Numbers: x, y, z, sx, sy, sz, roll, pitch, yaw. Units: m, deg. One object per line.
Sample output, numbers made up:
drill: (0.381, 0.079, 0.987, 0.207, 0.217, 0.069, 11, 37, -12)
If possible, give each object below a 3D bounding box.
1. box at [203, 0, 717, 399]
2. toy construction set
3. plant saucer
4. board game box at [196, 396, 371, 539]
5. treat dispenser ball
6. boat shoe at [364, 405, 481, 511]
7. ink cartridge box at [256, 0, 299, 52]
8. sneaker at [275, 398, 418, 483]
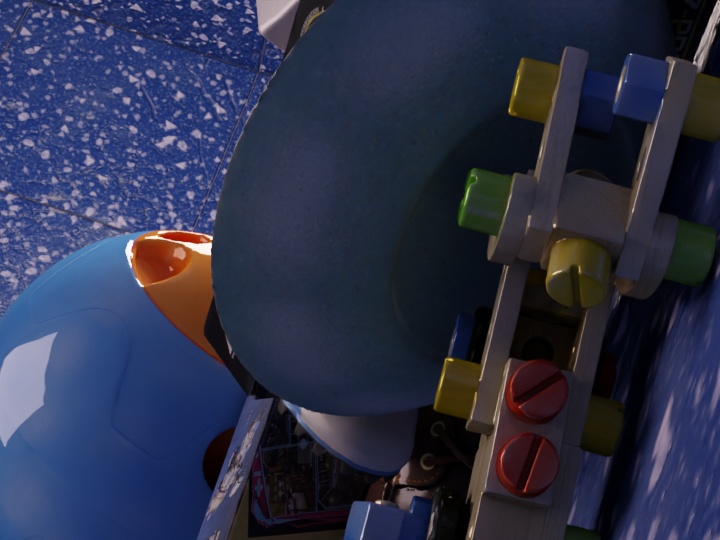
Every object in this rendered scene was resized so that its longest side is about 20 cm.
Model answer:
box: (0.041, -0.050, 0.657, 0.049, 0.160, 0.202, 47, 130, 44)
toy construction set: (0.046, 0.039, 0.525, 0.201, 0.092, 0.131, -61, -4, -14)
plant saucer: (0.043, -0.023, 0.613, 0.039, 0.199, 0.203, 44, 128, 42)
board game box: (-0.002, 0.120, 0.786, 0.035, 0.135, 0.201, -35, 29, 49)
treat dispenser ball: (-0.098, 0.081, 0.892, 0.201, 0.199, 0.203, 18, -90, -89)
boat shoe: (0.045, 0.075, 0.760, 0.071, 0.070, 0.201, 98, -172, -55)
ink cartridge box: (0.040, -0.193, 0.845, 0.200, 0.084, 0.146, -40, 36, 27)
sneaker: (0.000, 0.000, 0.763, 0.073, 0.071, 0.201, -49, 30, 38)
